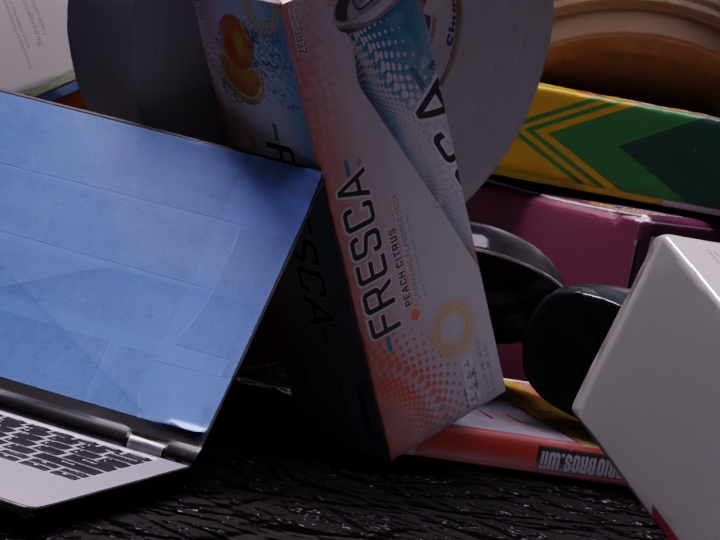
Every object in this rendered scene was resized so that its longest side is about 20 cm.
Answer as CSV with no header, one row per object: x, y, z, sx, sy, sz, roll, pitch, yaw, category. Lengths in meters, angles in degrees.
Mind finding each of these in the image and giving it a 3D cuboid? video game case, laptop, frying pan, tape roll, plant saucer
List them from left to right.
-0.142,0.000,0.930,0.186,0.117,0.200,14,7,19,laptop
-0.019,-0.107,1.089,0.199,0.202,0.066,8,11,-34,tape roll
0.009,0.007,1.204,0.189,0.031,0.115,-3,-26,31,frying pan
0.086,0.071,1.180,0.199,0.018,0.143,9,7,-21,video game case
0.151,-0.087,1.472,0.199,0.030,0.201,5,-35,3,plant saucer

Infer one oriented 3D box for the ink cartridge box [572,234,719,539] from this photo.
0.200,0.070,0.949,0.199,0.083,0.147,9,29,-32,ink cartridge box

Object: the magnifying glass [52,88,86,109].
-0.185,-0.061,1.332,0.199,0.023,0.079,-23,-12,27,magnifying glass

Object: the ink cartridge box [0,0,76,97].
-0.220,-0.093,1.250,0.199,0.068,0.116,-22,4,-13,ink cartridge box

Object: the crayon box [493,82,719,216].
0.102,-0.072,1.378,0.199,0.051,0.127,10,5,-4,crayon box

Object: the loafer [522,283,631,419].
0.170,0.056,1.118,0.199,0.073,0.072,30,22,18,loafer

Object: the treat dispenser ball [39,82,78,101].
-0.097,-0.109,1.540,0.199,0.202,0.201,12,7,-1,treat dispenser ball

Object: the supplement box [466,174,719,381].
0.144,0.013,1.398,0.130,0.104,0.199,17,7,39,supplement box

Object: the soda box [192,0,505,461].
-0.003,-0.029,1.041,0.068,0.201,0.063,-29,29,-31,soda box

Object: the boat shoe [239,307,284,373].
-0.091,0.024,1.096,0.201,0.075,0.075,9,32,-43,boat shoe
